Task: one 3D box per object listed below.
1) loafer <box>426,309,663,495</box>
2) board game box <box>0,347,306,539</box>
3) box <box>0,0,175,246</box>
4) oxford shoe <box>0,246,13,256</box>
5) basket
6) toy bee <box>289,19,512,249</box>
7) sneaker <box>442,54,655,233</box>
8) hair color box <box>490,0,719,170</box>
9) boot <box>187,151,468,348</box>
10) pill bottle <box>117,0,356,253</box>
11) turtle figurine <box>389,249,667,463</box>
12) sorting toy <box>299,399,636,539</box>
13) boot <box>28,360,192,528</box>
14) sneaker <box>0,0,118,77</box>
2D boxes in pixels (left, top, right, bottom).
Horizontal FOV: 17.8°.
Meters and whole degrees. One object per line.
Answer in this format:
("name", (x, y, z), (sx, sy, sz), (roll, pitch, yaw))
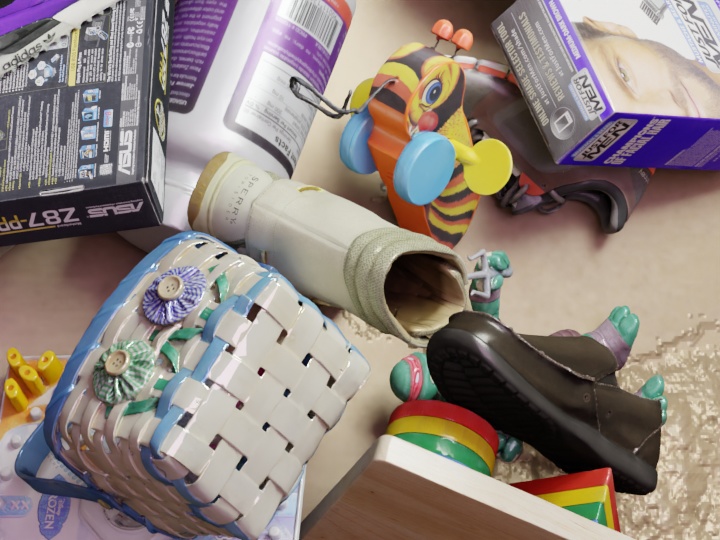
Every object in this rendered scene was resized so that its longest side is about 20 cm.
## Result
("loafer", (0.114, 0.068, 1.381), (0.200, 0.073, 0.072), (36, 66, -41))
("board game box", (-0.133, 0.135, 1.358), (0.198, 0.026, 0.201), (-2, 60, 14))
("box", (-0.197, -0.107, 1.399), (0.160, 0.049, 0.201), (-7, 52, 6))
("oxford shoe", (-0.245, -0.043, 1.441), (0.199, 0.058, 0.075), (-29, 119, -6))
("basket", (-0.101, 0.061, 1.307), (0.139, 0.200, 0.177), (42, 70, -26))
("toy bee", (0.044, -0.096, 1.456), (0.131, 0.200, 0.109), (36, 80, 14))
("sneaker", (0.105, -0.082, 1.534), (0.199, 0.077, 0.082), (21, 80, -10))
("hair color box", (0.189, -0.128, 1.513), (0.199, 0.065, 0.110), (-2, 60, -44))
("boot", (0.000, 0.000, 1.397), (0.154, 0.200, 0.072), (24, 85, 28))
("pill bottle", (-0.085, -0.105, 1.465), (0.111, 0.111, 0.201), (24, 73, -9))
("turtle figurine", (0.093, 0.065, 1.483), (0.199, 0.101, 0.151), (3, 64, -24))
("sorting toy", (0.074, 0.161, 1.414), (0.199, 0.199, 0.070), (24, 58, -9))
("boot", (-0.165, 0.142, 1.413), (0.153, 0.074, 0.205), (-11, 78, -13))
("sneaker", (-0.180, -0.203, 1.373), (0.200, 0.100, 0.069), (-42, 57, -20))
